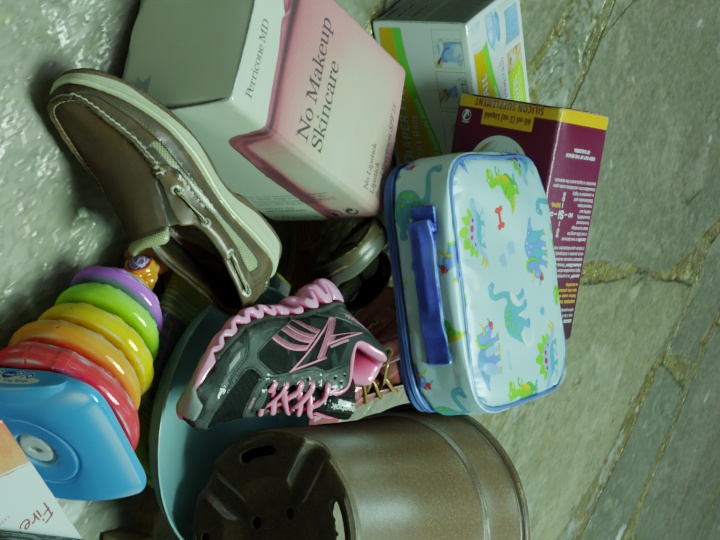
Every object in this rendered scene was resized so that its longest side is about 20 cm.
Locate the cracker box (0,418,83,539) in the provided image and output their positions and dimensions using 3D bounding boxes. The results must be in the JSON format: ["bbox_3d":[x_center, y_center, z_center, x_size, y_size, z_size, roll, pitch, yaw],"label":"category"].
[{"bbox_3d":[-0.236,0.187,0.738,0.134,0.057,0.202,-40,133,-22],"label":"cracker box"}]

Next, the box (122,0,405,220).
[{"bbox_3d":[-0.066,-0.133,0.896,0.199,0.107,0.130,33,62,-53],"label":"box"}]

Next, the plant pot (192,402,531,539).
[{"bbox_3d":[-0.006,0.193,0.898,0.197,0.198,0.204,14,86,-54],"label":"plant pot"}]

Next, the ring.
[{"bbox_3d":[-0.088,-0.016,0.994,0.200,0.019,0.204,-23,117,-55],"label":"ring"}]

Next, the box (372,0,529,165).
[{"bbox_3d":[0.094,-0.161,1.171,0.112,0.100,0.203,-43,132,-44],"label":"box"}]

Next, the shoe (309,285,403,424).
[{"bbox_3d":[0.007,0.088,1.104,0.201,0.090,0.072,-52,138,-38],"label":"shoe"}]

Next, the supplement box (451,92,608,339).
[{"bbox_3d":[0.137,-0.047,1.081,0.085,0.109,0.204,0,102,-50],"label":"supplement box"}]

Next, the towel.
[{"bbox_3d":[-0.116,0.069,0.921,0.144,0.022,0.203,54,50,-53],"label":"towel"}]

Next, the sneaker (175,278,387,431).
[{"bbox_3d":[-0.046,0.072,0.858,0.199,0.095,0.079,-28,157,-55],"label":"sneaker"}]

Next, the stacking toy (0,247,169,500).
[{"bbox_3d":[-0.171,0.042,0.817,0.201,0.114,0.111,-66,149,-42],"label":"stacking toy"}]

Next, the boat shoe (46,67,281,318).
[{"bbox_3d":[-0.132,-0.045,0.814,0.202,0.074,0.076,42,46,-25],"label":"boat shoe"}]

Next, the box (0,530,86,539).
[{"bbox_3d":[-0.197,0.255,0.714,0.199,0.047,0.196,26,84,-52],"label":"box"}]

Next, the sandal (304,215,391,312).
[{"bbox_3d":[0.000,0.000,1.008,0.082,0.055,0.200,-48,-178,-11],"label":"sandal"}]

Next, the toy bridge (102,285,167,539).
[{"bbox_3d":[-0.153,0.112,0.915,0.067,0.027,0.204,2,96,-60],"label":"toy bridge"}]

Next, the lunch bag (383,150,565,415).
[{"bbox_3d":[0.089,0.008,0.960,0.160,0.081,0.204,-9,92,-54],"label":"lunch bag"}]

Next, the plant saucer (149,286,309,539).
[{"bbox_3d":[-0.098,0.110,0.914,0.199,0.027,0.204,-25,119,-58],"label":"plant saucer"}]
